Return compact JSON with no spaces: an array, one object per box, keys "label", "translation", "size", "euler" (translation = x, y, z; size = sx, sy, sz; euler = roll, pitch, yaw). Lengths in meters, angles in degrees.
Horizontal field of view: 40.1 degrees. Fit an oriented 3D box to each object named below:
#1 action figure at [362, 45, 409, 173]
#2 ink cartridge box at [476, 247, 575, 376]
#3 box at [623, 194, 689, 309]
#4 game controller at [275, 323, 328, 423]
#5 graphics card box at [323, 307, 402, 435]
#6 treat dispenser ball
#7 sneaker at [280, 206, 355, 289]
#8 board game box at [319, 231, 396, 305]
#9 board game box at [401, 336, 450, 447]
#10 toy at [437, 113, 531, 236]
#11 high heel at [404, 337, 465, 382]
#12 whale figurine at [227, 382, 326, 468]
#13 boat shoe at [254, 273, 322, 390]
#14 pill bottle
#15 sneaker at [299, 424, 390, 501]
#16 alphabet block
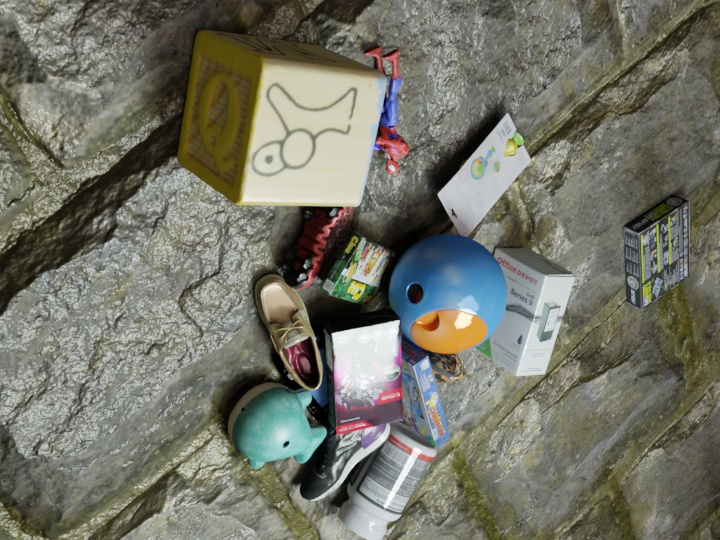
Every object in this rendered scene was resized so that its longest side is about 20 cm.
[{"label":"action figure","translation":[0.023,-0.232,1.520],"size":[0.099,0.065,0.202],"euler":[-33,128,-32]},{"label":"ink cartridge box","translation":[0.297,0.073,1.834],"size":[0.083,0.146,0.202],"euler":[1,111,-36]},{"label":"box","translation":[0.636,-0.039,2.111],"size":[0.159,0.044,0.201],"euler":[-30,127,-22]},{"label":"game controller","translation":[-0.068,0.177,1.670],"size":[0.104,0.042,0.201],"euler":[-43,131,-13]},{"label":"graphics card box","translation":[0.006,0.169,1.642],"size":[0.124,0.051,0.202],"euler":[-9,115,-17]},{"label":"treat dispenser ball","translation":[0.147,0.039,1.661],"size":[0.199,0.200,0.203],"euler":[-17,122,-30]},{"label":"sneaker","translation":[-0.046,-0.058,1.550],"size":[0.097,0.071,0.202],"euler":[18,99,-46]},{"label":"board game box","translation":[0.000,0.000,1.585],"size":[0.105,0.023,0.200],"euler":[-58,162,4]},{"label":"board game box","translation":[0.088,0.203,1.741],"size":[0.034,0.135,0.201],"euler":[-31,127,-20]},{"label":"toy","translation":[0.206,-0.166,1.709],"size":[0.200,0.047,0.115],"euler":[-47,129,-14]},{"label":"high heel","translation":[0.162,0.188,1.786],"size":[0.199,0.142,0.072],"euler":[28,93,-43]},{"label":"whale figurine","translation":[-0.125,0.270,1.629],"size":[0.160,0.104,0.200],"euler":[-51,134,-1]},{"label":"boat shoe","translation":[-0.105,0.100,1.558],"size":[0.074,0.066,0.201],"euler":[-28,111,-6]},{"label":"pill bottle","translation":[0.046,0.386,1.815],"size":[0.115,0.116,0.201],"euler":[26,95,-43]},{"label":"sneaker","translation":[-0.047,0.312,1.737],"size":[0.200,0.076,0.088],"euler":[-45,120,-3]},{"label":"alphabet block","translation":[-0.110,-0.205,1.341],"size":[0.199,0.196,0.197],"euler":[-1,111,-37]}]
